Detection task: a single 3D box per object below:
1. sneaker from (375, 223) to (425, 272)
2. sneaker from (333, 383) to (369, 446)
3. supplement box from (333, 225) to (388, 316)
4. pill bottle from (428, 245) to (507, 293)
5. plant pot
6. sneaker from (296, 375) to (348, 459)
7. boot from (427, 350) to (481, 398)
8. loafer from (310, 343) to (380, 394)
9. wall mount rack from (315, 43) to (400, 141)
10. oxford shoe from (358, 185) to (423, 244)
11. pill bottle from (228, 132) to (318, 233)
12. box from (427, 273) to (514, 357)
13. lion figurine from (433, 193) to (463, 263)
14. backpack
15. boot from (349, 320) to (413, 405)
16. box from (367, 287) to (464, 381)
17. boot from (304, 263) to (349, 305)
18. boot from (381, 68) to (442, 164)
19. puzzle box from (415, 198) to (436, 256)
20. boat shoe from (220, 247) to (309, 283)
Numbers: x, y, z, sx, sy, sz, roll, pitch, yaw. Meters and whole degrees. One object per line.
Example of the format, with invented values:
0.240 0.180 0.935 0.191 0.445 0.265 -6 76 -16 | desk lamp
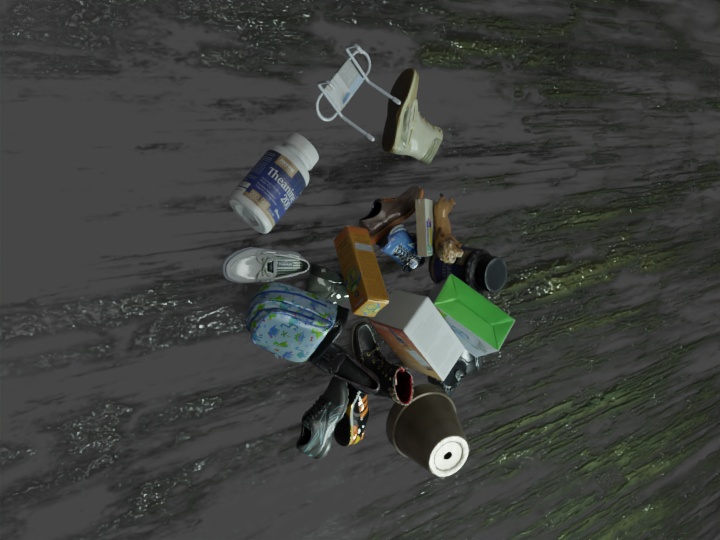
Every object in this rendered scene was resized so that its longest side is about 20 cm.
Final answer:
0.108 -0.050 1.634 0.078 0.090 0.198 -41 157 20 | sneaker
-0.011 0.324 1.668 0.089 0.069 0.206 6 93 -53 | sneaker
0.000 0.000 1.549 0.067 0.067 0.204 7 52 -38 | supplement box
0.275 -0.003 1.743 0.110 0.198 0.115 -6 101 -36 | pill bottle
0.184 0.422 1.725 0.195 0.174 0.206 -9 115 -19 | plant pot
-0.089 0.342 1.598 0.078 0.075 0.205 23 82 -34 | sneaker
0.247 0.233 1.835 0.167 0.075 0.204 -37 123 -32 | boot
-0.037 0.222 1.577 0.197 0.063 0.073 32 78 -6 | loafer
-0.006 -0.402 1.546 0.174 0.074 0.202 47 70 -32 | wall mount rack
0.077 -0.153 1.652 0.200 0.071 0.074 -44 116 -23 | oxford shoe
-0.176 -0.188 1.426 0.202 0.110 0.111 -53 123 -18 | pill bottle
0.263 0.116 1.721 0.198 0.177 0.098 35 75 -1 | box
0.208 -0.111 1.690 0.122 0.071 0.206 23 52 -66 | lion figurine
-0.150 0.111 1.462 0.198 0.163 0.155 36 37 -10 | backpack
0.052 0.226 1.639 0.072 0.149 0.206 -22 110 -31 | boot
0.139 0.157 1.695 0.107 0.151 0.201 -50 122 -18 | box
-0.060 0.073 1.595 0.196 0.067 0.134 19 92 -32 | boot
0.139 -0.374 1.664 0.152 0.071 0.206 10 96 -37 | boot
0.164 -0.106 1.670 0.200 0.025 0.137 -12 100 -75 | puzzle box
-0.200 -0.014 1.462 0.196 0.066 0.076 -11 103 -36 | boat shoe
